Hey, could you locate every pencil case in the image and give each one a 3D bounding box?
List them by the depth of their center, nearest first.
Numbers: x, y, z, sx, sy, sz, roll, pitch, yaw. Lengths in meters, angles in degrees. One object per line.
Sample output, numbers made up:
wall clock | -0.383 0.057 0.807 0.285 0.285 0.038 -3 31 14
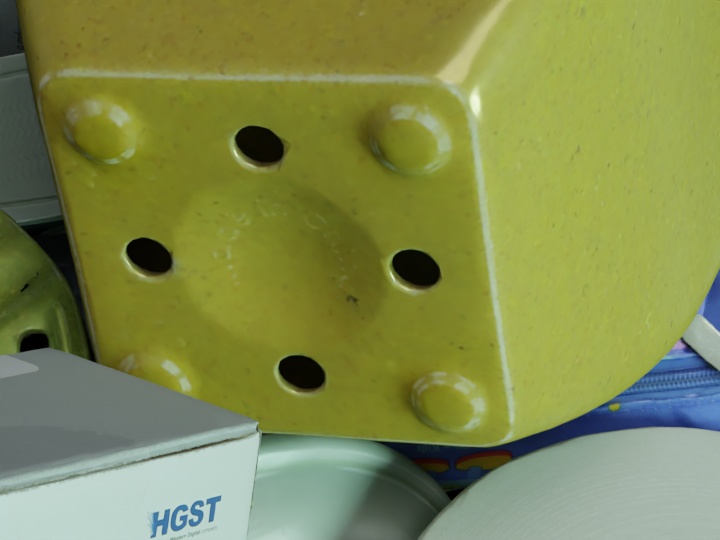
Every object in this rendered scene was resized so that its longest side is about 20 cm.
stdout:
pencil case | 0.051 0.032 0.876 0.199 0.087 0.078 -4 90 5

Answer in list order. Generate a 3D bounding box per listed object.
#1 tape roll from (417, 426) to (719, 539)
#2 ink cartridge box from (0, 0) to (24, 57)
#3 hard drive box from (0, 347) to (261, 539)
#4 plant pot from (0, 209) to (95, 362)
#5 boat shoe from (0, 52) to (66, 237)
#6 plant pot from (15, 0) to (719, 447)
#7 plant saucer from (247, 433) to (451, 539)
tape roll | 0.098 0.131 0.779 0.202 0.037 0.203 7 47 -8
ink cartridge box | -0.163 -0.126 0.959 0.199 0.147 0.083 12 66 -2
hard drive box | -0.110 0.132 0.685 0.077 0.156 0.201 17 104 33
plant pot | -0.147 0.065 0.848 0.199 0.190 0.201 3 65 -6
boat shoe | -0.159 -0.034 0.931 0.199 0.060 0.076 1 86 9
plant pot | 0.003 -0.057 0.787 0.193 0.196 0.200 3 38 16
plant saucer | -0.034 0.145 0.828 0.200 0.201 0.050 -32 44 -21
